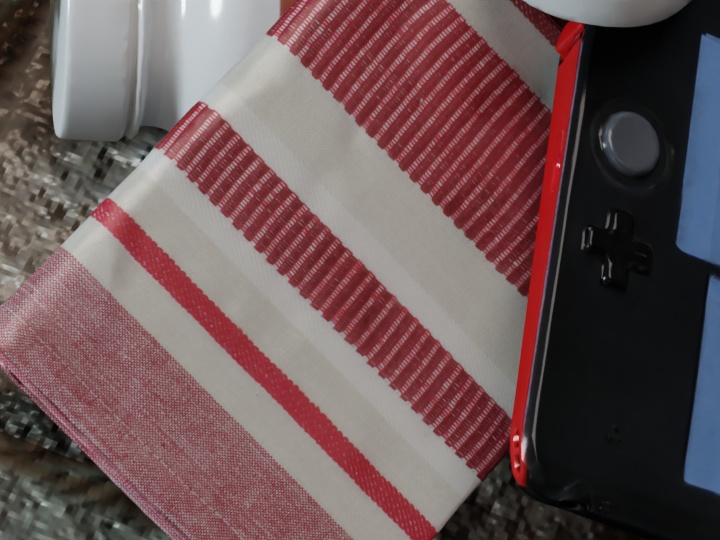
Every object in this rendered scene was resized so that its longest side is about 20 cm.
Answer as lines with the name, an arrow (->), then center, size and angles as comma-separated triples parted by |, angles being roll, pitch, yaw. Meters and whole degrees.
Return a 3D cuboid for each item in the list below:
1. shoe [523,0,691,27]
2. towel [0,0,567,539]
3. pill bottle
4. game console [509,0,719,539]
shoe -> 0.081, -0.159, 0.898 | 0.071, 0.091, 0.200 | 9, 35, 3
towel -> 0.000, 0.000, 0.877 | 0.144, 0.023, 0.200 | 46, 73, -11
pill bottle -> -0.001, -0.084, 0.955 | 0.200, 0.112, 0.112 | 1, 53, -9
game console -> 0.139, 0.012, 0.893 | 0.200, 0.031, 0.177 | 21, 62, -25
